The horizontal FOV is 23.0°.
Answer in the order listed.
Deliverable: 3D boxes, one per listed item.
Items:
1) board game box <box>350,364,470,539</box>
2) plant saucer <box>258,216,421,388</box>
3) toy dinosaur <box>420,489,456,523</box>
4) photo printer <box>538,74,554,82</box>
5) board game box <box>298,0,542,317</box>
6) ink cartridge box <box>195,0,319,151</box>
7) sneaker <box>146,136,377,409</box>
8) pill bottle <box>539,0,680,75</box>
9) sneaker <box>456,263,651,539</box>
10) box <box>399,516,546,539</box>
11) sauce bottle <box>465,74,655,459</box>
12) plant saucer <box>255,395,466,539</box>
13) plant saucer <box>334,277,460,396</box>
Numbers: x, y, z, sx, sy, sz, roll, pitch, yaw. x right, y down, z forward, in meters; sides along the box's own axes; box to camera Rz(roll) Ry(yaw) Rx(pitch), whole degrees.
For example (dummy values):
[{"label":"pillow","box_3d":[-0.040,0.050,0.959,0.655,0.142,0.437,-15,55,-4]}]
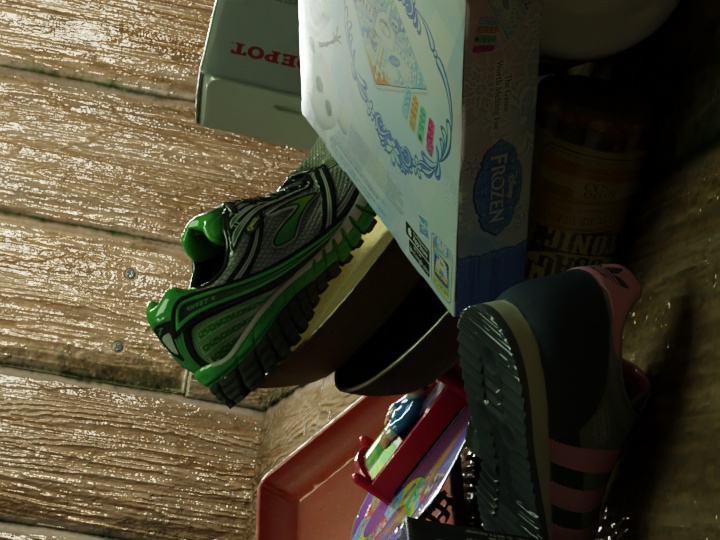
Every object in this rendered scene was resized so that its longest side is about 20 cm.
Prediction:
[{"label":"board game box","box_3d":[0.033,0.080,1.067,0.201,0.039,0.158,-60,9,-23]},{"label":"plant saucer","box_3d":[0.000,0.000,1.068,0.200,0.035,0.200,-48,12,14]},{"label":"toy dinosaur","box_3d":[-0.004,0.225,1.045,0.136,0.102,0.201,20,100,60]},{"label":"photo printer","box_3d":[0.080,-0.131,1.169,0.200,0.069,0.167,115,164,-66]},{"label":"board game box","box_3d":[0.022,-0.116,0.856,0.200,0.043,0.200,-125,26,-47]},{"label":"ink cartridge box","box_3d":[-0.021,-0.183,1.182,0.083,0.145,0.201,113,169,-68]},{"label":"sneaker","box_3d":[-0.048,-0.023,1.020,0.078,0.085,0.200,-33,21,55]},{"label":"pill bottle","box_3d":[0.093,-0.158,0.916,0.200,0.111,0.112,-163,83,-83]},{"label":"sneaker","box_3d":[0.097,0.084,0.796,0.070,0.082,0.201,48,155,43]},{"label":"box","box_3d":[0.058,0.210,0.701,0.200,0.105,0.123,-91,13,-60]},{"label":"sauce bottle","box_3d":[0.095,0.005,0.889,0.066,0.066,0.201,-94,13,-65]},{"label":"plant saucer","box_3d":[0.004,0.175,1.186,0.200,0.037,0.200,-42,32,31]},{"label":"plant saucer","box_3d":[0.060,-0.002,1.010,0.200,0.034,0.200,-48,12,13]}]
